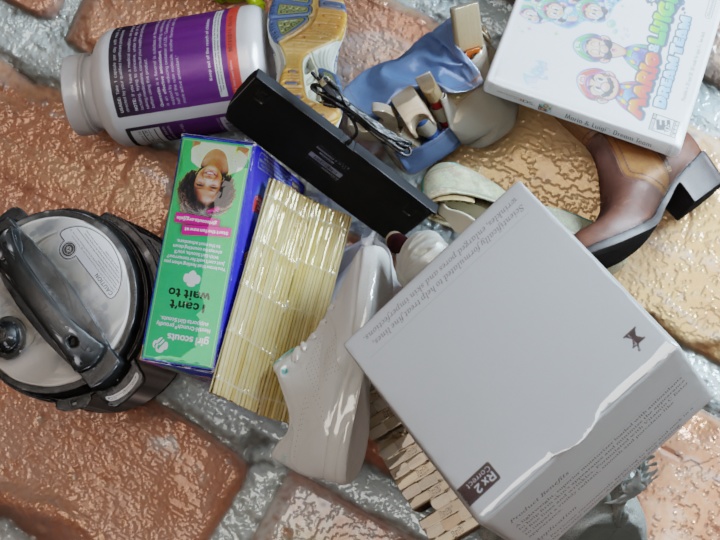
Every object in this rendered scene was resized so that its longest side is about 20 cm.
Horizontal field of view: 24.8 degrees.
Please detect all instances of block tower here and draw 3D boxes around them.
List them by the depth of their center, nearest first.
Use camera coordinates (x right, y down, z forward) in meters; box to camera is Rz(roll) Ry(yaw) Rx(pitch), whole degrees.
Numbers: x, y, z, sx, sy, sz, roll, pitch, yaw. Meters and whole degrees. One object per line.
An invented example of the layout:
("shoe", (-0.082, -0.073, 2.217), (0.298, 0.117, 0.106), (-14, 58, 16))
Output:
("block tower", (0.042, 0.152, 1.473), (0.057, 0.054, 0.201), (-30, 76, 4))

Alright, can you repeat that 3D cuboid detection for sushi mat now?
("sushi mat", (-0.067, 0.028, 1.415), (0.012, 0.095, 0.202), (-7, 63, 50))

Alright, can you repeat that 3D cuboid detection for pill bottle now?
("pill bottle", (-0.176, -0.180, 1.541), (0.197, 0.112, 0.114), (-8, 79, 10))

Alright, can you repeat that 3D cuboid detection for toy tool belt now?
("toy tool belt", (0.040, -0.155, 1.483), (0.199, 0.123, 0.125), (-34, 48, 4))

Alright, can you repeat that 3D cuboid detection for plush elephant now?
("plush elephant", (0.169, 0.187, 1.402), (0.201, 0.163, 0.155), (-63, 30, 28))

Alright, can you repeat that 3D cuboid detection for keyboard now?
("keyboard", (-0.015, -0.107, 1.405), (0.199, 0.127, 0.021), (36, 54, -14))

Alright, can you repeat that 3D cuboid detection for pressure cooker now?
("pressure cooker", (-0.253, 0.039, 1.475), (0.174, 0.200, 0.181), (5, 81, 15))

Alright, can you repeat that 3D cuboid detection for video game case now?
("video game case", (0.224, -0.214, 1.468), (0.180, 0.024, 0.202), (19, 63, 5))

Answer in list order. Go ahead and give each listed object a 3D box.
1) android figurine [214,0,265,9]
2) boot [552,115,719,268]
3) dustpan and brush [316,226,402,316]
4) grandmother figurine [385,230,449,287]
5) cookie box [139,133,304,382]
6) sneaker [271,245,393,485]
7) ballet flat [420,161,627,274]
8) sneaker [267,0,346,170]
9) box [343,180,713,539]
("android figurine", (-0.128, -0.343, 1.596), (0.181, 0.041, 0.201), (-36, 74, 3))
("boot", (0.202, -0.114, 1.446), (0.187, 0.069, 0.201), (-34, 78, -23))
("dustpan and brush", (0.000, 0.000, 1.494), (0.139, 0.057, 0.201), (-5, 39, 47))
("grandmother figurine", (0.069, 0.004, 1.417), (0.121, 0.200, 0.061), (31, 87, 13))
("cookie box", (-0.120, -0.002, 1.471), (0.074, 0.171, 0.203), (7, 82, 15))
("sneaker", (-0.029, 0.073, 1.377), (0.087, 0.075, 0.203), (11, 85, 19))
("ballet flat", (0.141, -0.030, 1.460), (0.198, 0.068, 0.063), (24, 41, 1))
("sneaker", (-0.054, -0.179, 1.509), (0.074, 0.089, 0.202), (7, 51, -5))
("box", (0.131, 0.079, 1.287), (0.199, 0.131, 0.200), (-42, 58, 4))
